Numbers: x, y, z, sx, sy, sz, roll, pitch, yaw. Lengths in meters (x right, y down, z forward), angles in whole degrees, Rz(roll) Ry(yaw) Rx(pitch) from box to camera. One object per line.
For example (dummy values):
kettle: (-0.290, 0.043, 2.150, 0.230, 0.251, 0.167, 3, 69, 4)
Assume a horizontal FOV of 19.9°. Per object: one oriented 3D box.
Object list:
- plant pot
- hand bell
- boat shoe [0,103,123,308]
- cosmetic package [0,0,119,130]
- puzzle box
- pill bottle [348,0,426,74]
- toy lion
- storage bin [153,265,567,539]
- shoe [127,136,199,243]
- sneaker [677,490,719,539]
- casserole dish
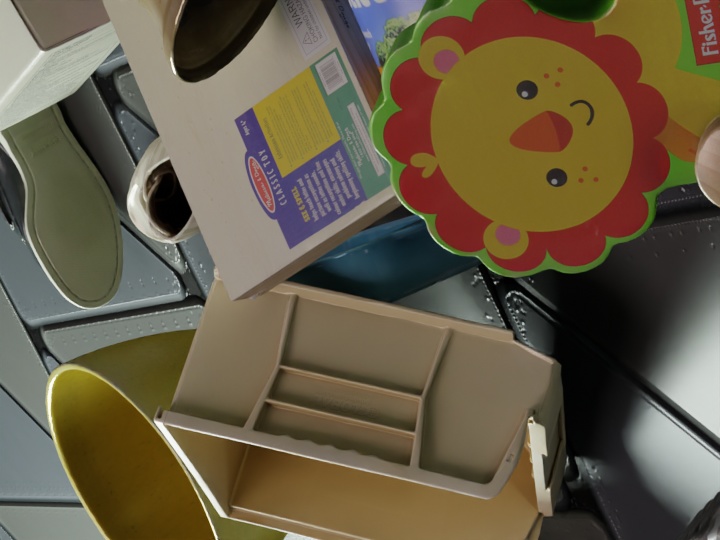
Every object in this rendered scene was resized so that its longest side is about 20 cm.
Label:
plant pot: (-0.104, 0.119, 1.431, 0.200, 0.142, 0.201, 36, 143, 33)
hand bell: (-0.137, -0.185, 0.998, 0.200, 0.104, 0.104, 32, 144, 15)
boat shoe: (-0.241, -0.062, 1.540, 0.200, 0.074, 0.066, 62, 153, -5)
cosmetic package: (-0.220, -0.162, 1.385, 0.073, 0.103, 0.200, 58, 150, 1)
puzzle box: (-0.055, -0.101, 1.055, 0.133, 0.025, 0.201, -31, 77, 35)
pill bottle: (0.031, -0.180, 0.979, 0.112, 0.112, 0.201, -5, 114, 58)
toy lion: (0.094, -0.093, 0.910, 0.191, 0.069, 0.201, -6, 118, 16)
storage bin: (0.010, 0.093, 1.152, 0.198, 0.094, 0.200, 13, 160, 12)
shoe: (-0.122, -0.060, 1.381, 0.070, 0.053, 0.200, 59, 151, -1)
sneaker: (0.228, 0.133, 1.036, 0.082, 0.075, 0.200, 40, 155, 3)
casserole dish: (0.000, 0.000, 1.180, 0.200, 0.121, 0.039, -14, 97, 59)
